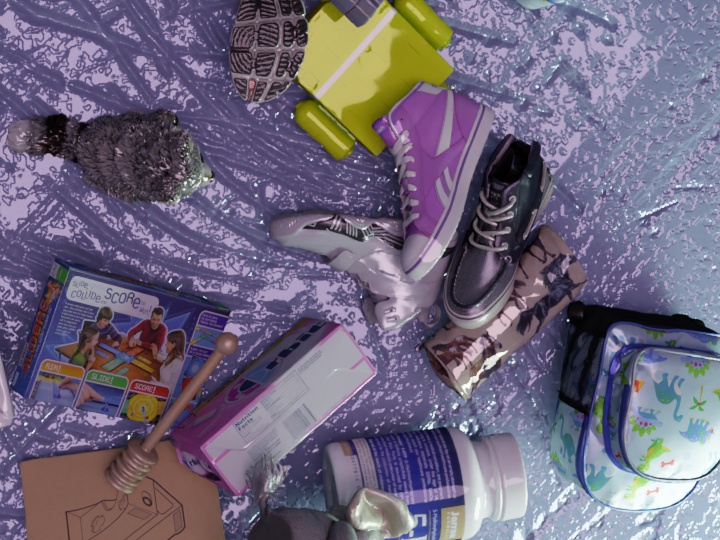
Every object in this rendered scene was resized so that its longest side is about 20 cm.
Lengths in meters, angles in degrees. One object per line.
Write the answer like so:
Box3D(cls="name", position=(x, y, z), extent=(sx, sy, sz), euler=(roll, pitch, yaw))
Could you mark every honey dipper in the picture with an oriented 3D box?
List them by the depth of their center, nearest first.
Box3D(cls="honey dipper", position=(-0.184, 0.140, 1.680), extent=(0.038, 0.038, 0.200), euler=(35, 107, -13))

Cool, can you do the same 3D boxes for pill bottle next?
Box3D(cls="pill bottle", position=(0.067, 0.226, 1.760), extent=(0.198, 0.120, 0.121), euler=(-7, 99, -9))

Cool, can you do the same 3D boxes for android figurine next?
Box3D(cls="android figurine", position=(0.009, -0.204, 1.728), extent=(0.200, 0.041, 0.182), euler=(41, 90, -16))

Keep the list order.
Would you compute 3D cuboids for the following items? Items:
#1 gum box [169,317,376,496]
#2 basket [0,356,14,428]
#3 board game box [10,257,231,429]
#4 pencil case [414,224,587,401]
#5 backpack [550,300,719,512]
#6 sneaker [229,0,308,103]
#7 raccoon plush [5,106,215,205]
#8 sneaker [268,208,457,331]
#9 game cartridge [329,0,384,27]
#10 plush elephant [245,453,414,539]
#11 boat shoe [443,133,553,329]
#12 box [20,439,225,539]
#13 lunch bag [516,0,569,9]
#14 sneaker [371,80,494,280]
Box3D(cls="gum box", position=(-0.093, 0.137, 1.699), extent=(0.200, 0.113, 0.066), euler=(-40, 106, -16))
Box3D(cls="basket", position=(-0.446, 0.101, 1.640), extent=(0.199, 0.123, 0.137), euler=(-15, 100, -9))
Box3D(cls="board game box", position=(-0.235, 0.077, 1.680), extent=(0.199, 0.034, 0.136), euler=(18, 94, -40))
Box3D(cls="pencil case", position=(0.151, 0.042, 1.769), extent=(0.200, 0.089, 0.078), euler=(-44, 115, -5))
Box3D(cls="backpack", position=(0.297, 0.151, 1.773), extent=(0.182, 0.147, 0.202), euler=(8, 101, -23))
Box3D(cls="sneaker", position=(-0.090, -0.261, 1.676), extent=(0.076, 0.085, 0.202), euler=(6, 85, -8))
Box3D(cls="raccoon plush", position=(-0.243, -0.103, 1.645), extent=(0.198, 0.134, 0.098), euler=(-5, 100, -10))
Box3D(cls="sneaker", position=(0.000, 0.000, 1.737), extent=(0.198, 0.075, 0.116), euler=(5, 94, -15))
Box3D(cls="game cartridge", position=(0.006, -0.351, 1.671), extent=(0.129, 0.038, 0.200), euler=(40, 60, -10))
Box3D(cls="plush elephant", position=(-0.036, 0.282, 1.625), extent=(0.154, 0.164, 0.201), euler=(14, 60, -44))
Box3D(cls="boat shoe", position=(0.133, -0.046, 1.717), extent=(0.074, 0.093, 0.201), euler=(15, 65, 23))
Box3D(cls="box", position=(-0.240, 0.259, 1.718), extent=(0.198, 0.021, 0.165), euler=(-7, 70, -10))
Box3D(cls="lunch bag", position=(0.193, -0.382, 1.713), extent=(0.160, 0.082, 0.201), euler=(-34, 104, -19))
Box3D(cls="sneaker", position=(0.051, -0.095, 1.688), extent=(0.114, 0.073, 0.202), euler=(24, 66, -13))
